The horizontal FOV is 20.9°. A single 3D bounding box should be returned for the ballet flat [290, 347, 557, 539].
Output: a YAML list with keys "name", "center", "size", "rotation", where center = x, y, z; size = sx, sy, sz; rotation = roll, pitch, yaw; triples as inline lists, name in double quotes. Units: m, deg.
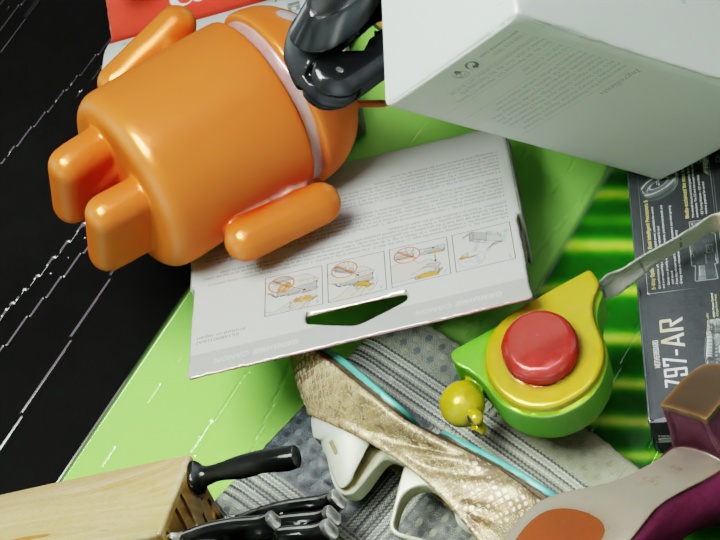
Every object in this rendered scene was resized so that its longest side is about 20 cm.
- name: "ballet flat"
  center: [0.023, 0.107, 1.057]
  size: [0.199, 0.071, 0.065]
  rotation: [31, 80, 31]

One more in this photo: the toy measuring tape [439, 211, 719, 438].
- name: "toy measuring tape"
  center: [0.135, 0.037, 1.058]
  size: [0.199, 0.074, 0.074]
  rotation: [-29, 58, -4]

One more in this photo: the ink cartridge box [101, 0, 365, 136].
- name: "ink cartridge box"
  center: [-0.092, -0.159, 1.276]
  size: [0.159, 0.047, 0.201]
  rotation: [-15, 60, 5]

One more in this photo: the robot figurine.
- name: "robot figurine"
  center: [-0.086, -0.081, 1.138]
  size: [0.199, 0.117, 0.144]
  rotation: [-32, 31, -19]

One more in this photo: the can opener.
- name: "can opener"
  center: [0.025, -0.151, 1.112]
  size: [0.063, 0.079, 0.200]
  rotation: [47, 45, 6]

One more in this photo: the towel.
- name: "towel"
  center: [0.033, 0.138, 1.094]
  size: [0.200, 0.035, 0.193]
  rotation: [34, 71, 30]

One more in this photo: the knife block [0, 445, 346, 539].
- name: "knife block"
  center: [-0.112, 0.143, 1.068]
  size: [0.175, 0.064, 0.200]
  rotation: [-34, 28, -20]

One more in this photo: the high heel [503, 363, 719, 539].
- name: "high heel"
  center: [0.143, 0.143, 1.000]
  size: [0.200, 0.097, 0.067]
  rotation: [-39, 36, -21]

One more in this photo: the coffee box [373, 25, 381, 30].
- name: "coffee box"
  center: [0.098, -0.203, 1.240]
  size: [0.199, 0.044, 0.123]
  rotation: [-30, 43, -3]

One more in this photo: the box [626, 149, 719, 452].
- name: "box"
  center: [0.236, -0.002, 1.109]
  size: [0.159, 0.044, 0.201]
  rotation: [-7, 60, 10]

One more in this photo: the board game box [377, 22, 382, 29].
- name: "board game box"
  center: [0.068, -0.233, 1.231]
  size: [0.200, 0.030, 0.096]
  rotation: [-37, 44, -7]

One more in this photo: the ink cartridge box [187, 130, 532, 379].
- name: "ink cartridge box"
  center: [0.000, 0.000, 1.131]
  size: [0.198, 0.045, 0.177]
  rotation: [-13, 37, 7]

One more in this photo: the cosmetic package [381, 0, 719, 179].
- name: "cosmetic package"
  center: [0.121, -0.179, 1.069]
  size: [0.199, 0.123, 0.201]
  rotation: [12, 65, -31]
